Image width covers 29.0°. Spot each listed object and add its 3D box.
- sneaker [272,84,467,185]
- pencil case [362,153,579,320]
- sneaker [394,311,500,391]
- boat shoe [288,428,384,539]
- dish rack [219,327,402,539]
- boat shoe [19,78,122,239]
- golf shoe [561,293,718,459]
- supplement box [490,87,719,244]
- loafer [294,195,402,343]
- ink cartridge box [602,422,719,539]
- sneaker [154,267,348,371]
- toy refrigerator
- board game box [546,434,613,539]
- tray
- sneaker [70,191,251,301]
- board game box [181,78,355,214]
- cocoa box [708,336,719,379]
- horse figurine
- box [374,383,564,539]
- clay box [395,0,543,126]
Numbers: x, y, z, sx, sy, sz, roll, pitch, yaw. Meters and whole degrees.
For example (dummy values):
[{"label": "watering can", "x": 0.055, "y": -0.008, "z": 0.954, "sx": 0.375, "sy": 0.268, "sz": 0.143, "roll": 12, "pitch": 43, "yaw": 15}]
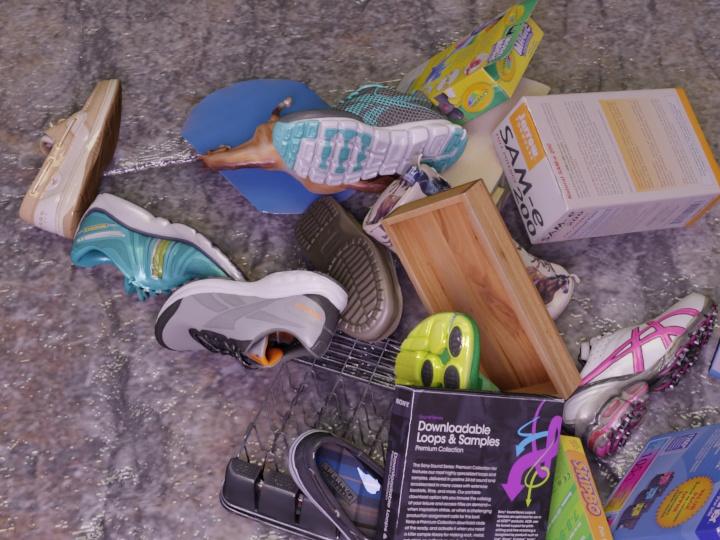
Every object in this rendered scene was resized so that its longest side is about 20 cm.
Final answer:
[{"label": "sneaker", "x": 0.000, "y": -0.135, "z": 1.314, "sx": 0.199, "sy": 0.078, "sz": 0.091, "roll": -1, "pitch": 45, "yaw": -33}, {"label": "pencil case", "x": 0.104, "y": -0.018, "z": 1.286, "sx": 0.200, "sy": 0.078, "sz": 0.090, "roll": 36, "pitch": 86, "yaw": -9}, {"label": "sneaker", "x": 0.079, "y": 0.107, "z": 1.156, "sx": 0.074, "sy": 0.200, "sz": 0.084, "roll": 29, "pitch": 49, "yaw": 33}, {"label": "boat shoe", "x": 0.025, "y": 0.201, "z": 1.108, "sx": 0.070, "sy": 0.066, "sz": 0.200, "roll": -43, "pitch": 94, "yaw": -17}, {"label": "dish rack", "x": -0.020, "y": 0.138, "z": 1.220, "sx": 0.153, "sy": 0.055, "sz": 0.200, "roll": 17, "pitch": 51, "yaw": 11}, {"label": "boat shoe", "x": -0.293, "y": -0.123, "z": 1.414, "sx": 0.069, "sy": 0.074, "sz": 0.200, "roll": 11, "pitch": 51, "yaw": 2}, {"label": "golf shoe", "x": 0.247, "y": 0.076, "z": 1.261, "sx": 0.092, "sy": 0.073, "sz": 0.200, "roll": 36, "pitch": 59, "yaw": 27}, {"label": "supplement box", "x": 0.243, "y": -0.104, "z": 1.359, "sx": 0.199, "sy": 0.074, "sz": 0.126, "roll": -6, "pitch": 66, "yaw": -27}, {"label": "loafer", "x": 0.000, "y": 0.000, "z": 1.295, "sx": 0.076, "sy": 0.067, "sz": 0.200, "roll": -46, "pitch": 37, "yaw": 17}, {"label": "ink cartridge box", "x": 0.283, "y": 0.186, "z": 1.089, "sx": 0.076, "sy": 0.200, "sz": 0.136, "roll": 50, "pitch": 58, "yaw": -11}, {"label": "sneaker", "x": -0.106, "y": 0.051, "z": 1.238, "sx": 0.200, "sy": 0.074, "sz": 0.080, "roll": -9, "pitch": 54, "yaw": 32}, {"label": "toy refrigerator", "x": 0.128, "y": -0.106, "z": 1.407, "sx": 0.070, "sy": 0.076, "sz": 0.200, "roll": 21, "pitch": 53, "yaw": 16}, {"label": "board game box", "x": 0.169, "y": 0.241, "z": 1.110, "sx": 0.030, "sy": 0.096, "sz": 0.200, "roll": 12, "pitch": 45, "yaw": -25}, {"label": "tray", "x": 0.106, "y": 0.026, "z": 1.210, "sx": 0.098, "sy": 0.200, "sz": 0.037, "roll": -17, "pitch": 17, "yaw": 43}, {"label": "sneaker", "x": -0.189, "y": -0.003, "z": 1.333, "sx": 0.200, "sy": 0.078, "sz": 0.080, "roll": 21, "pitch": 72, "yaw": 22}, {"label": "board game box", "x": -0.084, "y": -0.119, "z": 1.440, "sx": 0.158, "sy": 0.039, "sz": 0.200, "roll": -30, "pitch": 59, "yaw": -31}, {"label": "cocoa box", "x": 0.427, "y": 0.022, "z": 1.269, "sx": 0.133, "sy": 0.131, "sz": 0.200, "roll": 28, "pitch": 55, "yaw": 20}, {"label": "horse figurine", "x": -0.045, "y": -0.114, "z": 1.371, "sx": 0.200, "sy": 0.050, "sz": 0.133, "roll": 22, "pitch": 37, "yaw": 22}, {"label": "box", "x": 0.081, "y": 0.191, "z": 1.077, "sx": 0.143, "sy": 0.201, "sz": 0.036, "roll": 7, "pitch": 3, "yaw": -29}, {"label": "clay box", "x": 0.104, "y": -0.192, "z": 1.406, "sx": 0.048, "sy": 0.200, "sz": 0.115, "roll": 46, "pitch": 48, "yaw": -19}]
